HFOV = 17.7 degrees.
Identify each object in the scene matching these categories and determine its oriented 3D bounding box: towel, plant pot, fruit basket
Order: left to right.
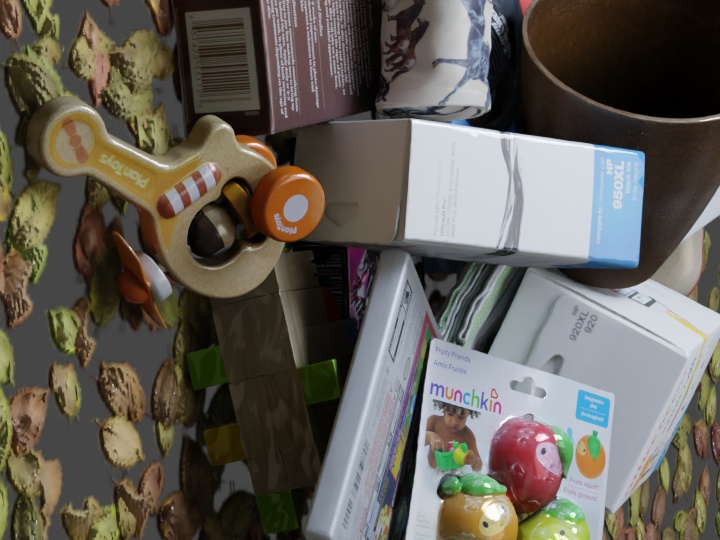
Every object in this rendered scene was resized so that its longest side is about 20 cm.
[{"bbox_3d":[0.099,0.034,1.769,0.149,0.031,0.200,-57,164,-20],"label":"towel"},{"bbox_3d":[0.110,0.163,1.599,0.185,0.094,0.201,19,77,-37],"label":"fruit basket"},{"bbox_3d":[0.197,-0.090,1.736,0.187,0.186,0.201,-56,161,-47],"label":"plant pot"}]

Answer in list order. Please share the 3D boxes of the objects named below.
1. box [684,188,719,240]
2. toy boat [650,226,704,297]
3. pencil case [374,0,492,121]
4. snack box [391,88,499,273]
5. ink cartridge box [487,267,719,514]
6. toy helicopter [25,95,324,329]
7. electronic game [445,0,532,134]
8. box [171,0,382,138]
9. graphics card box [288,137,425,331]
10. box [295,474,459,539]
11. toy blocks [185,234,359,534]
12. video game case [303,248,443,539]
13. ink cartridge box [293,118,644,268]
[{"bbox_3d":[0.253,-0.149,1.905,0.152,0.106,0.201,-33,122,-32],"label":"box"},{"bbox_3d":[0.239,-0.060,2.081,0.131,0.130,0.201,126,-33,-86],"label":"toy boat"},{"bbox_3d":[0.047,-0.196,1.572,0.078,0.089,0.201,-3,94,-53],"label":"pencil case"},{"bbox_3d":[0.099,-0.110,1.841,0.200,0.067,0.169,-42,126,-56],"label":"snack box"},{"bbox_3d":[0.187,0.083,1.844,0.148,0.144,0.200,-66,167,13],"label":"ink cartridge box"},{"bbox_3d":[-0.127,-0.041,1.406,0.200,0.079,0.133,30,93,-40],"label":"toy helicopter"},{"bbox_3d":[0.086,-0.170,1.711,0.200,0.041,0.201,11,77,-59],"label":"electronic game"},{"bbox_3d":[-0.045,-0.151,1.563,0.200,0.075,0.101,-18,105,-59],"label":"box"},{"bbox_3d":[0.000,0.000,1.671,0.125,0.051,0.201,-8,96,-61],"label":"graphics card box"},{"bbox_3d":[0.032,0.250,1.673,0.144,0.036,0.201,-27,122,-30],"label":"box"},{"bbox_3d":[-0.041,0.065,1.552,0.137,0.100,0.201,-8,85,-71],"label":"toy blocks"},{"bbox_3d":[0.014,0.112,1.538,0.182,0.023,0.201,66,36,-63],"label":"video game case"},{"bbox_3d":[0.071,-0.050,1.570,0.199,0.144,0.085,6,88,-34],"label":"ink cartridge box"}]
